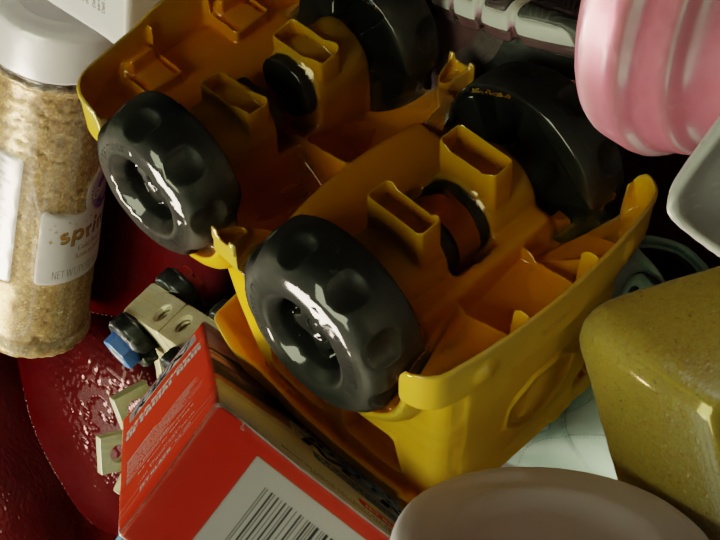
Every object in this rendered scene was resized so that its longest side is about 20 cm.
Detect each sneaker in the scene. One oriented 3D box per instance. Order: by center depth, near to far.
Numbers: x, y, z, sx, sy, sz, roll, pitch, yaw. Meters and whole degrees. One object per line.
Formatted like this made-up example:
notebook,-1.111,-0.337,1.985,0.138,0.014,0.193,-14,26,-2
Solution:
sneaker,0.046,-0.085,0.786,0.200,0.076,0.116,29,134,41
sneaker,0.100,0.038,0.800,0.200,0.074,0.119,15,107,45

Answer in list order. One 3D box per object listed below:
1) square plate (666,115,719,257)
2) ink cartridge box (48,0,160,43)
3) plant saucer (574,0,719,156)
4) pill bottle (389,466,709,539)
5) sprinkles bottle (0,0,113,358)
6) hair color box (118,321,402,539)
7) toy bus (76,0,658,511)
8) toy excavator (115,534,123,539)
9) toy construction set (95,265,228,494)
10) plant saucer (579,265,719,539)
square plate,0.216,-0.047,0.555,0.198,0.028,0.200,34,95,-14
ink cartridge box,-0.127,-0.205,0.841,0.200,0.083,0.147,35,132,36
plant saucer,0.144,-0.115,0.579,0.051,0.200,0.201,36,131,23
pill bottle,0.056,0.178,0.654,0.112,0.112,0.201,21,118,33
sprinkles bottle,-0.161,-0.051,0.982,0.068,0.068,0.201,33,130,25
hair color box,-0.036,0.089,0.768,0.111,0.064,0.200,38,180,-10
toy bus,0.000,0.000,0.745,0.200,0.136,0.192,38,152,26
toy excavator,-0.067,0.174,0.939,0.200,0.100,0.195,-57,27,34
toy construction set,-0.062,0.072,0.950,0.200,0.092,0.131,6,140,48
plant saucer,0.196,0.083,0.658,0.199,0.048,0.201,-17,103,1
